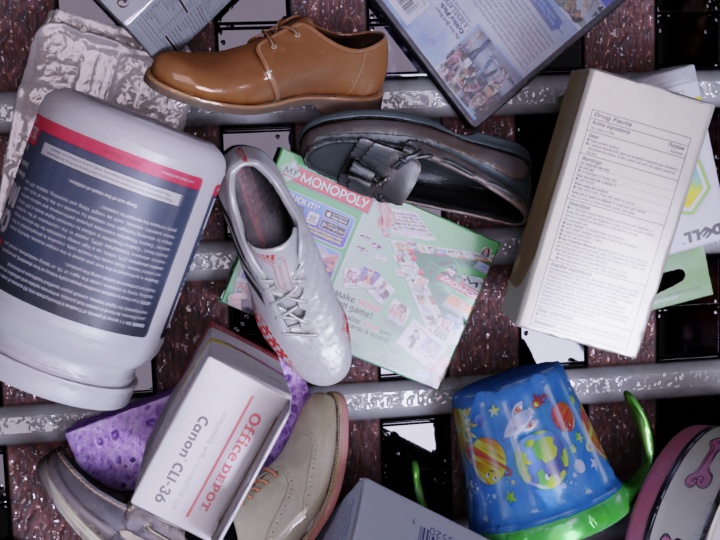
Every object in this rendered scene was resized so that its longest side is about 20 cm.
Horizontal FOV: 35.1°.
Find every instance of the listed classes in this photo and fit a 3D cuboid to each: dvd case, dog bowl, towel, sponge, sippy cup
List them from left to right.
[{"bbox_3d":[-0.208,-0.094,0.897,0.131,0.034,0.202,12,95,-9],"label":"towel"},{"bbox_3d":[-0.129,0.147,0.938,0.198,0.030,0.113,-20,99,-6],"label":"sponge"},{"bbox_3d":[0.123,-0.234,0.936,0.200,0.018,0.143,-40,101,-3],"label":"dvd case"},{"bbox_3d":[0.137,0.148,0.932,0.177,0.139,0.132,-17,88,-34],"label":"sippy cup"},{"bbox_3d":[0.286,0.217,0.938,0.199,0.073,0.202,-19,116,-44],"label":"dog bowl"}]

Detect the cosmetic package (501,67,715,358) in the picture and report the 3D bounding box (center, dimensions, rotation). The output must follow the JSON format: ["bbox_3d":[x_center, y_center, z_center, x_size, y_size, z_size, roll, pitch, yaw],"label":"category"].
[{"bbox_3d":[0.187,-0.045,0.880,0.104,0.071,0.202,16,97,-5],"label":"cosmetic package"}]

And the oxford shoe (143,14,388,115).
[{"bbox_3d":[-0.068,-0.161,0.865,0.198,0.071,0.072,-7,128,-30],"label":"oxford shoe"}]

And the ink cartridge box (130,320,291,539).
[{"bbox_3d":[-0.107,0.114,0.822,0.067,0.200,0.117,28,91,-10],"label":"ink cartridge box"}]

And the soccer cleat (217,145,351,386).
[{"bbox_3d":[-0.059,0.000,0.874,0.068,0.085,0.202,-21,98,-5],"label":"soccer cleat"}]

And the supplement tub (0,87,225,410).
[{"bbox_3d":[-0.191,-0.017,0.823,0.139,0.140,0.202,21,95,-10],"label":"supplement tub"}]

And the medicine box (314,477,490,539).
[{"bbox_3d":[0.029,0.284,0.891,0.181,0.103,0.200,27,133,-9],"label":"medicine box"}]

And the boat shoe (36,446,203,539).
[{"bbox_3d":[-0.167,0.200,0.896,0.073,0.074,0.200,-46,110,-10],"label":"boat shoe"}]

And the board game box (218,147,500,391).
[{"bbox_3d":[0.000,0.000,0.940,0.198,0.029,0.136,23,92,-10],"label":"board game box"}]

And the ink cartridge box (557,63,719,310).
[{"bbox_3d":[0.240,-0.061,0.951,0.103,0.059,0.202,-14,98,-6],"label":"ink cartridge box"}]

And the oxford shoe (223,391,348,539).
[{"bbox_3d":[-0.066,0.180,0.878,0.073,0.071,0.202,27,70,-20],"label":"oxford shoe"}]

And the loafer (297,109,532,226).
[{"bbox_3d":[0.049,-0.078,0.898,0.198,0.072,0.063,6,57,-19],"label":"loafer"}]

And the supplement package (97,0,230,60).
[{"bbox_3d":[-0.147,-0.293,0.813,0.200,0.147,0.191,-44,89,-1],"label":"supplement package"}]
